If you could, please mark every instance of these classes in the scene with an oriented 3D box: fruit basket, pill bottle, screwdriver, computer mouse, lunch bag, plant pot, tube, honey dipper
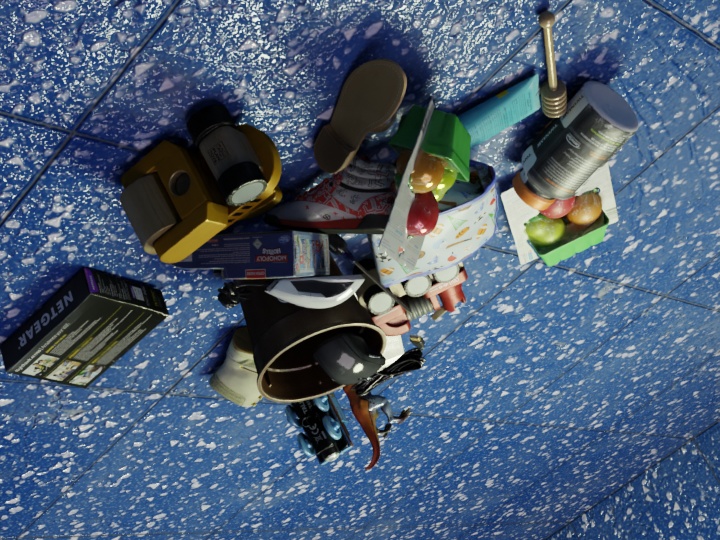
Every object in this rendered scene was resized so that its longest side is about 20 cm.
[{"bbox_3d":[0.328,-0.108,1.896,0.185,0.094,0.200,-26,135,1],"label":"fruit basket"},{"bbox_3d":[0.073,-0.109,1.516,0.201,0.094,0.185,-66,162,-1],"label":"fruit basket"},{"bbox_3d":[0.314,-0.179,1.726,0.106,0.106,0.200,3,140,-40],"label":"pill bottle"},{"bbox_3d":[0.000,0.000,1.715,0.029,0.200,0.028,-42,-175,6],"label":"screwdriver"},{"bbox_3d":[-0.092,0.032,1.569,0.199,0.044,0.110,-3,179,-2],"label":"computer mouse"},{"bbox_3d":[0.106,-0.082,1.708,0.199,0.124,0.170,-14,152,0],"label":"lunch bag"},{"bbox_3d":[0.024,0.131,1.660,0.140,0.046,0.200,-29,150,8],"label":"computer mouse"},{"bbox_3d":[-0.089,0.058,1.705,0.200,0.199,0.200,-18,150,-11],"label":"plant pot"},{"bbox_3d":[0.169,-0.208,1.636,0.200,0.050,0.077,-29,154,-4],"label":"tube"},{"bbox_3d":[0.265,-0.285,1.591,0.038,0.038,0.200,-24,149,-2],"label":"honey dipper"}]

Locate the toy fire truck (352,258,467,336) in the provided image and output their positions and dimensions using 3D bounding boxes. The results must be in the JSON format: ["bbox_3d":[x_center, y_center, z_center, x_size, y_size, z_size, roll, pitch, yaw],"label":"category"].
[{"bbox_3d":[0.094,0.047,1.890,0.176,0.129,0.200,-26,127,0],"label":"toy fire truck"}]

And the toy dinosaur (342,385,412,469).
[{"bbox_3d":[0.004,0.212,2.035,0.181,0.200,0.105,41,129,-13],"label":"toy dinosaur"}]

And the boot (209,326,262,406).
[{"bbox_3d":[-0.143,0.176,1.942,0.199,0.072,0.155,17,137,-17],"label":"boot"}]

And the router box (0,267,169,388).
[{"bbox_3d":[-0.398,0.087,1.664,0.200,0.051,0.149,-39,146,22],"label":"router box"}]

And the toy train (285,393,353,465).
[{"bbox_3d":[-0.080,0.243,2.015,0.087,0.200,0.114,-35,160,16],"label":"toy train"}]

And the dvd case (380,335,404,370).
[{"bbox_3d":[-0.006,0.104,1.958,0.148,0.016,0.200,-20,128,-10],"label":"dvd case"}]

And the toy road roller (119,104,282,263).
[{"bbox_3d":[-0.188,-0.102,1.460,0.200,0.123,0.146,-35,160,15],"label":"toy road roller"}]

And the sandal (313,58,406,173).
[{"bbox_3d":[0.013,-0.211,1.506,0.070,0.078,0.212,-31,167,-43],"label":"sandal"}]

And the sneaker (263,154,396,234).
[{"bbox_3d":[-0.039,-0.108,1.613,0.201,0.108,0.067,2,175,27],"label":"sneaker"}]

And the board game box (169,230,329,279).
[{"bbox_3d":[-0.132,-0.020,1.568,0.199,0.062,0.200,-2,179,25],"label":"board game box"}]
